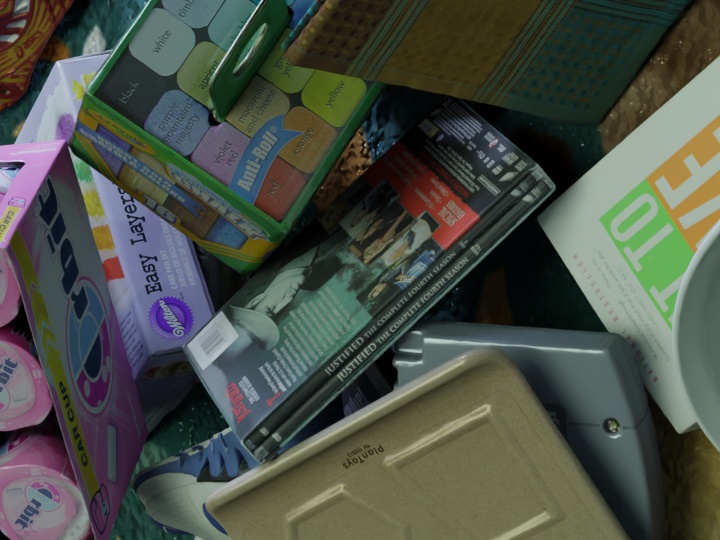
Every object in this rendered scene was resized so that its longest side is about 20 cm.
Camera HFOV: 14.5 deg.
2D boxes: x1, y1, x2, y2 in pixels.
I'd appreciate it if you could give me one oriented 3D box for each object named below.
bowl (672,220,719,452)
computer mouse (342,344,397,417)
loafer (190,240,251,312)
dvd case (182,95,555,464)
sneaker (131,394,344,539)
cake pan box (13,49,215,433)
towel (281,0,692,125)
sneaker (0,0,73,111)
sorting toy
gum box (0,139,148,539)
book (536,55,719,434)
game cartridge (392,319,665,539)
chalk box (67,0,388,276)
[{"bbox_3d":[0.241,0.011,1.239,0.200,0.091,0.202,7,127,9],"label":"bowl"},{"bbox_3d":[0.017,0.080,1.516,0.200,0.044,0.110,57,133,18],"label":"computer mouse"},{"bbox_3d":[-0.071,-0.048,1.583,0.075,0.069,0.201,47,141,50],"label":"loafer"},{"bbox_3d":[0.000,0.000,1.437,0.200,0.022,0.146,-43,24,0],"label":"dvd case"},{"bbox_3d":[-0.049,0.138,1.506,0.199,0.080,0.116,-31,82,61],"label":"sneaker"},{"bbox_3d":[-0.150,-0.005,1.635,0.200,0.052,0.185,134,123,-63],"label":"cake pan box"},{"bbox_3d":[0.076,-0.137,1.348,0.147,0.199,0.022,-52,47,32],"label":"towel"},{"bbox_3d":[-0.226,-0.160,1.744,0.200,0.073,0.077,-45,40,32],"label":"sneaker"},{"bbox_3d":[0.047,0.150,1.398,0.185,0.037,0.200,-30,103,26],"label":"sorting toy"},{"bbox_3d":[-0.176,0.038,1.480,0.066,0.114,0.201,-6,119,14],"label":"gum box"},{"bbox_3d":[0.192,-0.029,1.349,0.200,0.048,0.134,-43,69,36],"label":"book"},{"bbox_3d":[0.085,0.123,1.409,0.133,0.040,0.201,6,112,21],"label":"game cartridge"},{"bbox_3d":[-0.059,-0.092,1.415,0.125,0.124,0.200,-56,4,-11],"label":"chalk box"}]
